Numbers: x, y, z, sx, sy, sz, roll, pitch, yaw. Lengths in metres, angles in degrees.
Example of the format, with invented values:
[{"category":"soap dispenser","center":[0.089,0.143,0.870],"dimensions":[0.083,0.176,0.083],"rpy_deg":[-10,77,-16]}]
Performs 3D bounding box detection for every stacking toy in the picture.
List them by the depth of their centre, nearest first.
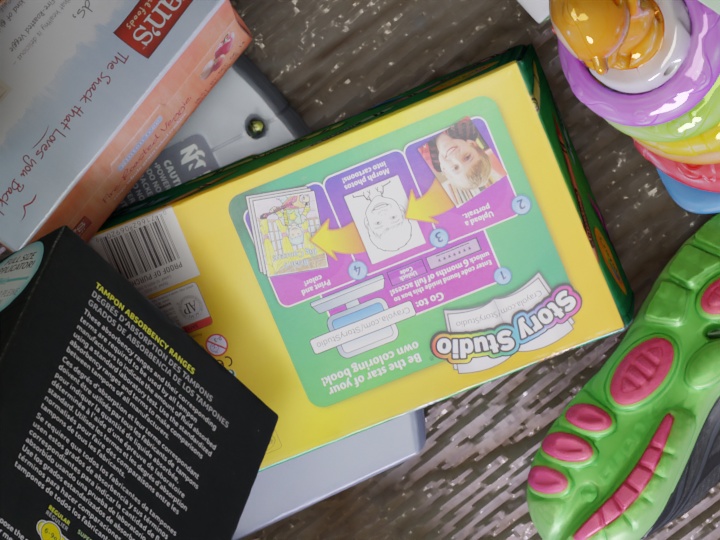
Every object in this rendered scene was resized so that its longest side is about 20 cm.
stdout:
[{"category":"stacking toy","center":[0.120,-0.088,1.130],"dimensions":[0.109,0.200,0.117],"rpy_deg":[-17,81,27]}]

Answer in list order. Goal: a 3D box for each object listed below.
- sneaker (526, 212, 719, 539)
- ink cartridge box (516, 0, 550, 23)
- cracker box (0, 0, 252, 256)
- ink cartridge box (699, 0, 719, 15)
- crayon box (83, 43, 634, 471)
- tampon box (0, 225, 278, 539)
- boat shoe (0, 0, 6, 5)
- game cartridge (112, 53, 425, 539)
[{"category":"sneaker","center":[0.144,0.041,1.233],"dimensions":[0.200,0.084,0.077],"rpy_deg":[-44,76,-3]},{"category":"ink cartridge box","center":[0.048,-0.211,1.195],"dimensions":[0.104,0.059,0.200],"rpy_deg":[-41,94,13]},{"category":"cracker box","center":[-0.162,-0.108,1.196],"dimensions":[0.200,0.058,0.134],"rpy_deg":[38,85,17]},{"category":"ink cartridge box","center":[0.110,-0.207,1.112],"dimensions":[0.145,0.201,0.048],"rpy_deg":[31,139,-11]},{"category":"crayon box","center":[0.000,0.000,1.209],"dimensions":[0.199,0.058,0.119],"rpy_deg":[-22,98,10]},{"category":"tampon box","center":[-0.149,0.112,1.123],"dimensions":[0.150,0.201,0.126],"rpy_deg":[-25,122,40]},{"category":"boat shoe","center":[-0.160,-0.132,1.133],"dimensions":[0.072,0.072,0.201],"rpy_deg":[-10,58,-7]},{"category":"game cartridge","center":[-0.057,0.008,1.264],"dimensions":[0.133,0.041,0.201],"rpy_deg":[-25,98,14]}]
